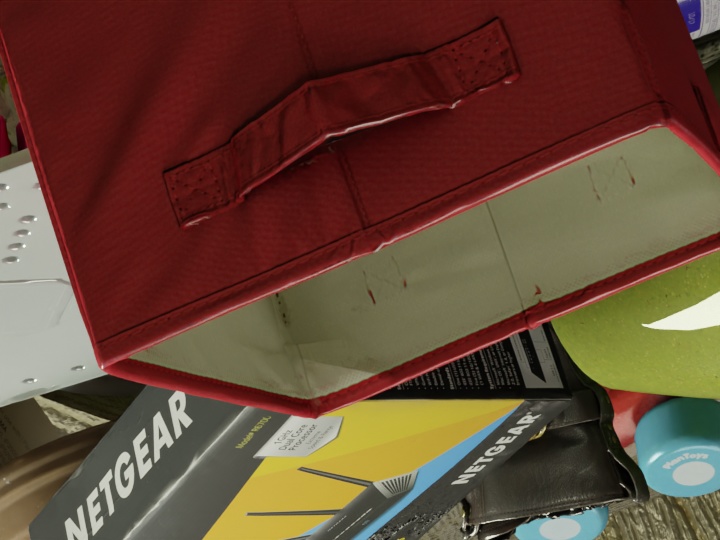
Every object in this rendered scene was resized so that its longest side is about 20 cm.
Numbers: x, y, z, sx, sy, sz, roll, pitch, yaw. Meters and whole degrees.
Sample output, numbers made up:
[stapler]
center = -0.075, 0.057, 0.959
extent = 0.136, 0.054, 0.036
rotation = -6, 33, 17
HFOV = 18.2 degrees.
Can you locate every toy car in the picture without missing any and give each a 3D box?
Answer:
[toy car]
center = 0.109, 0.026, 1.311
extent = 0.176, 0.186, 0.200
rotation = -26, 135, 28

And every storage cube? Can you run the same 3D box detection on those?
[storage cube]
center = 0.002, -0.075, 0.672
extent = 0.170, 0.181, 0.200
rotation = -23, 165, 15

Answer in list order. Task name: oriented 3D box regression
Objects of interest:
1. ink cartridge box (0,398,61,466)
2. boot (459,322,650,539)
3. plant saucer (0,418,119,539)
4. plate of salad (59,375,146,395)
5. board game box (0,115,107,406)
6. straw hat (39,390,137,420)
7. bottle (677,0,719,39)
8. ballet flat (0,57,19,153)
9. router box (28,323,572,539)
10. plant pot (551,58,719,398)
[ink cartridge box]
center = -0.247, 0.151, 1.120
extent = 0.146, 0.083, 0.200
rotation = -14, -150, 35
[boot]
center = 0.053, 0.058, 1.199
extent = 0.199, 0.176, 0.069
rotation = -9, 175, 36
[plant saucer]
center = -0.098, 0.121, 1.037
extent = 0.198, 0.030, 0.201
rotation = -13, 152, -7
[plate of salad]
center = -0.086, -0.021, 0.963
extent = 0.198, 0.048, 0.201
rotation = -12, 137, -11
[board game box]
center = -0.134, 0.003, 0.806
extent = 0.198, 0.026, 0.200
rotation = -17, 159, 23
[straw hat]
center = -0.090, 0.031, 1.115
extent = 0.199, 0.086, 0.201
rotation = 18, -179, 0
[bottle]
center = 0.178, -0.144, 0.879
extent = 0.198, 0.066, 0.084
rotation = -20, 169, 1
[ballet flat]
center = -0.179, -0.032, 0.826
extent = 0.199, 0.064, 0.075
rotation = -27, 163, 30
[router box]
center = -0.030, 0.080, 0.916
extent = 0.148, 0.051, 0.200
rotation = 2, 148, -32
[plant pot]
center = 0.183, -0.019, 0.992
extent = 0.199, 0.189, 0.186
rotation = -20, 168, 37
